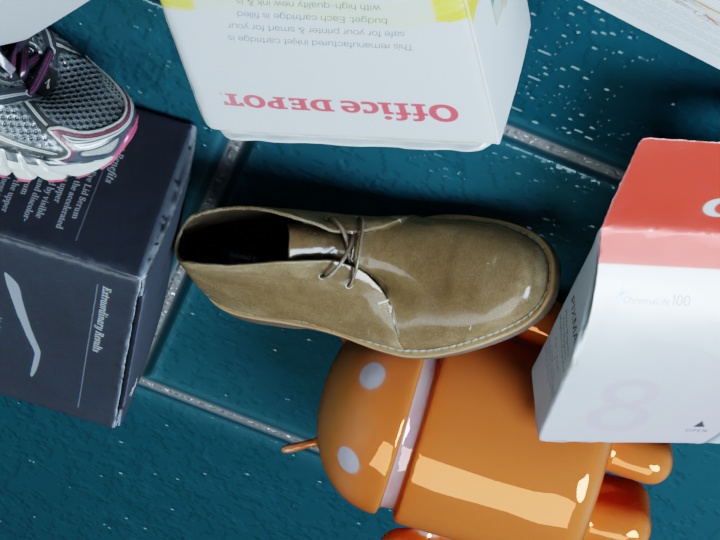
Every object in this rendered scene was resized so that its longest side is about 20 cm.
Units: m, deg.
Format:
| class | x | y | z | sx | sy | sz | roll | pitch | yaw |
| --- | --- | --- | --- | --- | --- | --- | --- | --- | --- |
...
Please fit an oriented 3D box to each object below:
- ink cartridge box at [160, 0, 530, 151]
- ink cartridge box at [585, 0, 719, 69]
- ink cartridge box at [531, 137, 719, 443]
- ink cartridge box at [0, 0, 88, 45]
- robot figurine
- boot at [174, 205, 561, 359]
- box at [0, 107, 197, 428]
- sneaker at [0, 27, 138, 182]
| class | x | y | z | sx | sy | sz | roll | pitch | yaw |
| --- | --- | --- | --- | --- | --- | --- | --- | --- | --- |
| ink cartridge box | -0.015 | -0.151 | 1.124 | 0.144 | 0.084 | 0.201 | 5 | 142 | 18 |
| ink cartridge box | 0.171 | -0.106 | 1.067 | 0.199 | 0.044 | 0.174 | 25 | 178 | -11 |
| ink cartridge box | 0.183 | 0.017 | 1.258 | 0.161 | 0.057 | 0.200 | 2 | 150 | -12 |
| ink cartridge box | -0.172 | -0.194 | 1.002 | 0.144 | 0.147 | 0.201 | -24 | 88 | 42 |
| robot figurine | 0.063 | 0.089 | 1.380 | 0.199 | 0.117 | 0.144 | 17 | 144 | 0 |
| boot | 0.000 | 0.000 | 1.312 | 0.199 | 0.074 | 0.075 | 2 | 166 | 21 |
| box | -0.196 | -0.022 | 1.350 | 0.199 | 0.105 | 0.148 | 17 | 144 | -1 |
| sneaker | -0.193 | -0.114 | 1.250 | 0.199 | 0.081 | 0.075 | 31 | 139 | -16 |
